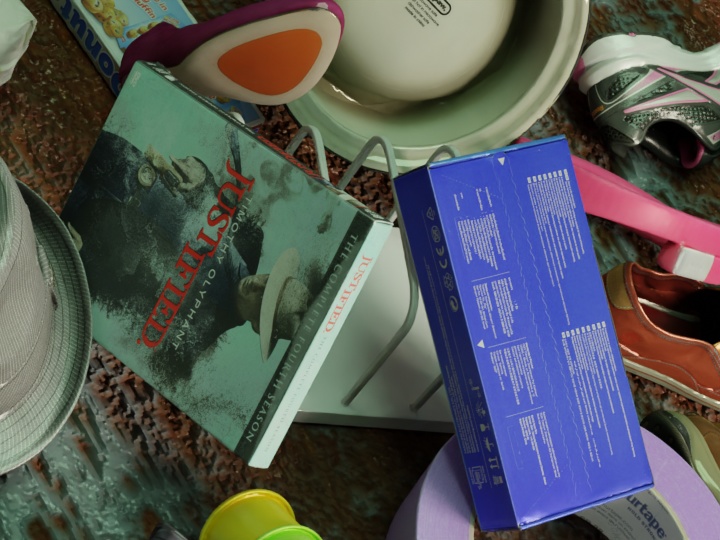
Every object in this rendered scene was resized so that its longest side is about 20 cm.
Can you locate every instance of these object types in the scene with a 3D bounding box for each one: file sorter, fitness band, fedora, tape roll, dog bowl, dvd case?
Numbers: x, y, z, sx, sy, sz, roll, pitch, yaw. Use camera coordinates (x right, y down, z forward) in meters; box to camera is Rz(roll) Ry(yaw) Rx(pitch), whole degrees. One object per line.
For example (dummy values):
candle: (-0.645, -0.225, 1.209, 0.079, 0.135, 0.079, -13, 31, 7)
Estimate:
file sorter: (0.000, 0.000, 1.268, 0.198, 0.125, 0.140, 6, 55, -26)
fitness band: (0.163, -0.040, 1.373, 0.143, 0.038, 0.200, 30, 8, 25)
fedora: (-0.225, 0.004, 1.142, 0.175, 0.091, 0.201, 3, 57, -11)
tape roll: (0.114, 0.175, 1.230, 0.198, 0.066, 0.201, 10, 56, -15)
dog bowl: (0.033, -0.162, 1.307, 0.199, 0.201, 0.074, 16, 20, -18)
dvd case: (-0.086, -0.008, 1.169, 0.200, 0.147, 0.022, 35, 12, 34)

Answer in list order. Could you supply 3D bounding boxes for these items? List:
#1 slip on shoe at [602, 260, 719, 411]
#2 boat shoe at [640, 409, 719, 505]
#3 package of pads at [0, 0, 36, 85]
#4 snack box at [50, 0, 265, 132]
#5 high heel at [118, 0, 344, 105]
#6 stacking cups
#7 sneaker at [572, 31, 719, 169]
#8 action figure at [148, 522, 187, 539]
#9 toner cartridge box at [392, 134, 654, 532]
slip on shoe: (0.229, 0.044, 1.404, 0.199, 0.061, 0.075, 19, 47, -22)
boat shoe: (0.231, 0.170, 1.307, 0.073, 0.076, 0.201, -1, 59, -33)
package of pads: (-0.301, -0.143, 1.242, 0.155, 0.068, 0.200, 48, 49, 10)
snack box: (-0.143, -0.155, 1.368, 0.072, 0.024, 0.201, -23, 70, -38)
high heel: (-0.075, -0.137, 1.248, 0.067, 0.199, 0.097, 36, 51, -32)
stacking cups: (-0.017, 0.182, 1.099, 0.060, 0.061, 0.200, -1, 23, -29)
sneaker: (0.240, -0.110, 1.528, 0.198, 0.080, 0.087, -2, 70, -21)
action figure: (-0.137, 0.222, 1.069, 0.130, 0.069, 0.200, 44, 62, -2)
toner cartridge box: (0.090, 0.034, 1.198, 0.094, 0.043, 0.202, -12, 87, -29)
